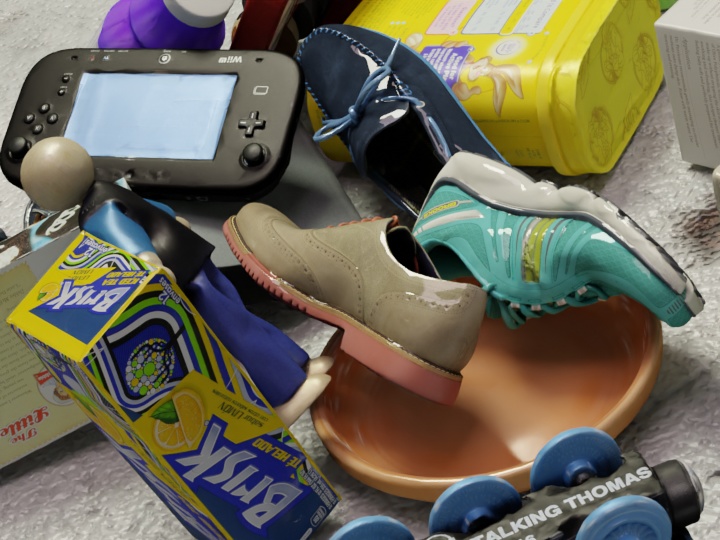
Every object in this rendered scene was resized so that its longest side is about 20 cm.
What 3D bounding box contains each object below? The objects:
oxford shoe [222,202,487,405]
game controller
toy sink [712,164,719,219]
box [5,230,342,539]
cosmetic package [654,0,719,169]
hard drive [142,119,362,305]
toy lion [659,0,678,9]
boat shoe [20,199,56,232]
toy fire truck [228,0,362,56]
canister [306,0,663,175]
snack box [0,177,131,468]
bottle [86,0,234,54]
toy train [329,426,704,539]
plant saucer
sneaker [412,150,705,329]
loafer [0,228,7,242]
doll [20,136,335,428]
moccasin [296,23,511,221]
[{"bbox_3d":[0.000,0.000,1.148,0.200,0.070,0.075,34,100,40],"label":"oxford shoe"},{"bbox_3d":[-0.131,-0.094,1.306,0.199,0.042,0.105,3,70,21],"label":"game controller"},{"bbox_3d":[0.289,0.005,1.036,0.112,0.131,0.200,-37,40,-24],"label":"toy sink"},{"bbox_3d":[-0.091,0.074,1.056,0.070,0.200,0.064,23,66,45],"label":"box"},{"bbox_3d":[0.280,-0.105,1.208,0.199,0.108,0.085,18,48,39],"label":"cosmetic package"},{"bbox_3d":[-0.082,-0.042,1.326,0.139,0.033,0.200,-7,32,-16],"label":"hard drive"},{"bbox_3d":[0.176,-0.249,1.502,0.199,0.069,0.192,-8,44,16],"label":"toy lion"},{"bbox_3d":[-0.188,-0.018,1.311,0.071,0.091,0.200,-50,38,5],"label":"boat shoe"},{"bbox_3d":[-0.056,-0.190,1.430,0.112,0.200,0.168,29,57,-2],"label":"toy fire truck"},{"bbox_3d":[0.081,-0.129,1.356,0.199,0.087,0.149,3,40,31],"label":"canister"},{"bbox_3d":[-0.196,0.044,1.202,0.199,0.117,0.037,-27,28,2],"label":"snack box"},{"bbox_3d":[-0.138,-0.145,1.396,0.200,0.083,0.066,-41,28,58],"label":"bottle"},{"bbox_3d":[0.070,0.154,0.950,0.199,0.115,0.087,-22,31,-5],"label":"toy train"},{"bbox_3d":[0.071,0.060,1.146,0.199,0.038,0.201,-14,35,10],"label":"plant saucer"},{"bbox_3d":[0.104,0.000,1.136,0.199,0.078,0.080,20,71,46],"label":"sneaker"},{"bbox_3d":[-0.271,-0.001,1.272,0.072,0.063,0.200,-24,-10,-30],"label":"loafer"},{"bbox_3d":[-0.100,0.001,1.108,0.048,0.200,0.136,-46,5,9],"label":"doll"},{"bbox_3d":[0.026,-0.086,1.266,0.200,0.081,0.068,42,31,27],"label":"moccasin"}]
